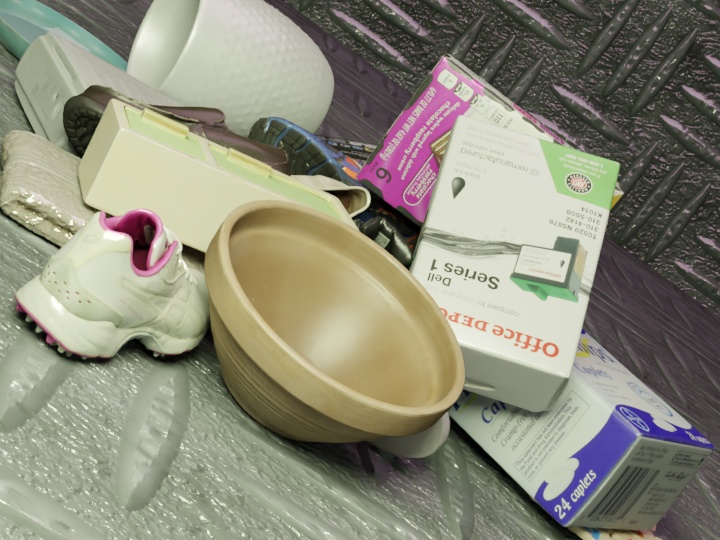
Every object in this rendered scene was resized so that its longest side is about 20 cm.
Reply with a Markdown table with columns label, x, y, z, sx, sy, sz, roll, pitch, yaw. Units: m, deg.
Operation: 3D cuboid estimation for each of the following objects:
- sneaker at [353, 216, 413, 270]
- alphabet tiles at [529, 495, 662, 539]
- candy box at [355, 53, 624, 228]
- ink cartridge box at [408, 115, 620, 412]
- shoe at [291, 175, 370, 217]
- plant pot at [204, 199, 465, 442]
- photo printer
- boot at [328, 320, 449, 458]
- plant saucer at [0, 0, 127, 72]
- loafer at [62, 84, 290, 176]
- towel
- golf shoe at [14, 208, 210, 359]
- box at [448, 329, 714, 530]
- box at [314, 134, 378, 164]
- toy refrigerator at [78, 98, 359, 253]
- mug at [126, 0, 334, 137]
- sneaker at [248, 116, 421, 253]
| label | x | y | z | sx | sy | sz | roll | pitch | yaw |
| --- | --- | --- | --- | --- | --- | --- | --- | --- | --- |
| sneaker | 0.001 | 0.001 | 1.245 | 0.077 | 0.111 | 0.200 | 34 | 13 | -9 |
| alphabet tiles | 0.211 | 0.216 | 1.260 | 0.200 | 0.015 | 0.196 | 39 | 13 | 8 |
| candy box | 0.115 | -0.080 | 1.250 | 0.200 | 0.137 | 0.061 | 36 | 13 | -2 |
| ink cartridge box | 0.116 | -0.005 | 1.141 | 0.145 | 0.201 | 0.084 | 16 | -24 | 1 |
| shoe | -0.075 | -0.052 | 1.200 | 0.199 | 0.070 | 0.053 | -12 | 11 | -42 |
| plant pot | -0.034 | 0.051 | 0.976 | 0.200 | 0.093 | 0.201 | 29 | 30 | -19 |
| photo printer | -0.195 | -0.116 | 1.231 | 0.200 | 0.070 | 0.166 | 27 | 16 | -39 |
| boot | -0.002 | 0.064 | 1.097 | 0.200 | 0.073 | 0.090 | 39 | 19 | 13 |
| plant saucer | -0.299 | -0.218 | 1.409 | 0.200 | 0.027 | 0.200 | 35 | 13 | -9 |
| loafer | -0.143 | -0.099 | 1.122 | 0.199 | 0.073 | 0.072 | 25 | 55 | -23 |
| towel | -0.182 | -0.032 | 1.055 | 0.200 | 0.035 | 0.133 | 31 | 14 | -23 |
| golf shoe | -0.137 | 0.006 | 0.913 | 0.075 | 0.092 | 0.200 | 38 | 13 | 15 |
| box | 0.182 | 0.126 | 1.239 | 0.200 | 0.105 | 0.184 | 43 | 14 | 32 |
| box | -0.046 | -0.095 | 1.450 | 0.199 | 0.048 | 0.193 | 7 | 24 | -18 |
| toy refrigerator | -0.105 | -0.055 | 1.055 | 0.199 | 0.070 | 0.076 | 22 | 16 | -22 |
| mug | -0.135 | -0.195 | 1.408 | 0.175 | 0.148 | 0.200 | 23 | -17 | -30 |
| sneaker | -0.022 | -0.077 | 1.326 | 0.200 | 0.075 | 0.078 | 37 | 21 | -5 |
